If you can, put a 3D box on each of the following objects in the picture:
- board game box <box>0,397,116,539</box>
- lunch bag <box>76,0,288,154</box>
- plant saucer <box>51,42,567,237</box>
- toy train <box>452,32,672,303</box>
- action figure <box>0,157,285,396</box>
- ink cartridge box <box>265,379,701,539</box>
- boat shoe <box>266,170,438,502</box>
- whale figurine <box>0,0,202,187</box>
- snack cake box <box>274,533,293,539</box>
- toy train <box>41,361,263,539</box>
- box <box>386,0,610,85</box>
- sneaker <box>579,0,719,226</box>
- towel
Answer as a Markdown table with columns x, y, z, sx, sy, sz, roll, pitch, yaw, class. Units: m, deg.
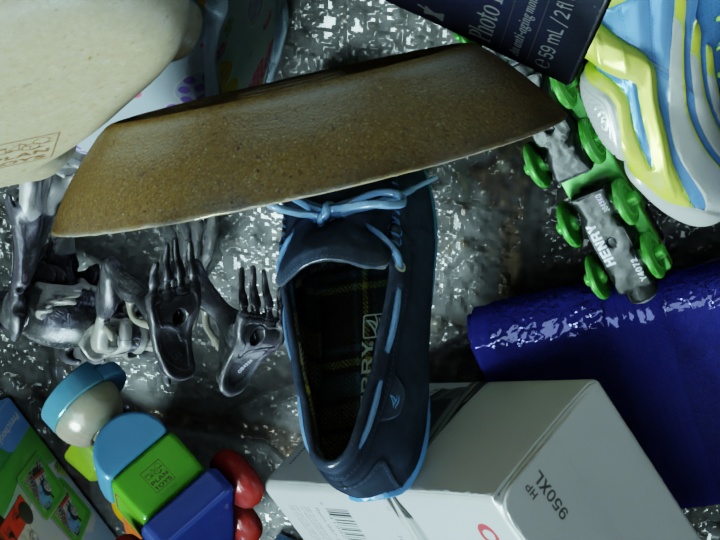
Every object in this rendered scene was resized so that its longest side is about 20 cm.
| x | y | z | sx | sy | sz | roll | pitch | yaw | class |
| --- | --- | --- | --- | --- | --- | --- | --- | --- | --- |
| -0.178 | 0.194 | 0.984 | 0.036 | 0.152 | 0.201 | -23 | 113 | 25 | board game box |
| -0.122 | -0.122 | 0.791 | 0.168 | 0.128 | 0.201 | 17 | 150 | 5 | lunch bag |
| -0.023 | -0.054 | 0.661 | 0.198 | 0.200 | 0.036 | -10 | 98 | 21 | plant saucer |
| 0.087 | -0.076 | 0.797 | 0.041 | 0.056 | 0.201 | -22 | 108 | 26 | toy train |
| -0.119 | 0.001 | 0.872 | 0.199 | 0.118 | 0.103 | 11 | 90 | 50 | action figure |
| 0.066 | 0.134 | 0.866 | 0.145 | 0.084 | 0.199 | 54 | 151 | -18 | ink cartridge box |
| 0.000 | 0.000 | 0.801 | 0.083 | 0.069 | 0.202 | -17 | 70 | 19 | boat shoe |
| -0.138 | -0.094 | 0.650 | 0.200 | 0.157 | 0.105 | 126 | 127 | -68 | whale figurine |
| -0.061 | 0.257 | 0.960 | 0.067 | 0.201 | 0.116 | 25 | 124 | -1 | snack cake box |
| -0.120 | 0.130 | 0.977 | 0.116 | 0.084 | 0.200 | 46 | 161 | 16 | toy train |
| 0.023 | -0.189 | 0.606 | 0.197 | 0.124 | 0.200 | 26 | 160 | 5 | box |
| 0.136 | -0.116 | 0.753 | 0.104 | 0.076 | 0.201 | -24 | 111 | 26 | sneaker |
| 0.166 | 0.055 | 0.870 | 0.198 | 0.050 | 0.149 | -11 | 124 | 21 | towel |
